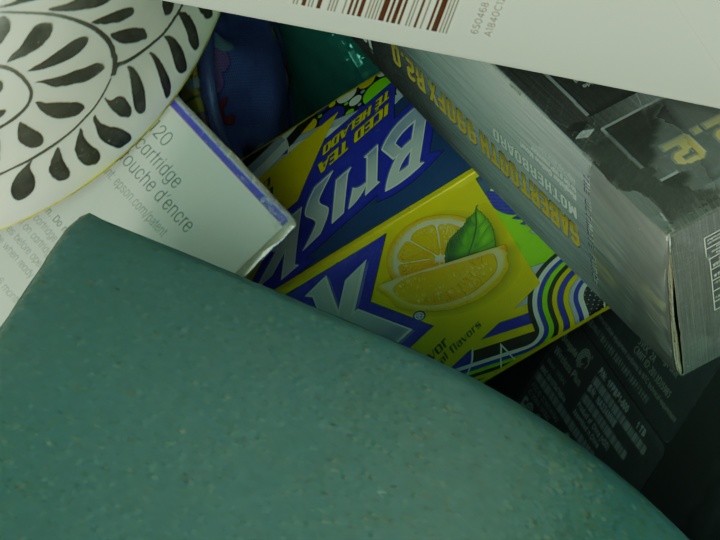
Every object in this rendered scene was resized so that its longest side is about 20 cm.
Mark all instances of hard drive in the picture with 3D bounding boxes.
[{"bbox_3d":[0.101,0.008,0.812,0.033,0.140,0.200,22,109,-26],"label":"hard drive"}]

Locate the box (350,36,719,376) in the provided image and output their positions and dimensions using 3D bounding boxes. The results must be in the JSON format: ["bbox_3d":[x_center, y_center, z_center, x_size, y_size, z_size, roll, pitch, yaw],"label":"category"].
[{"bbox_3d":[0.116,-0.077,0.728,0.200,0.158,0.048,-28,136,-15],"label":"box"}]

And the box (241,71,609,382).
[{"bbox_3d":[0.000,0.000,0.815,0.200,0.064,0.070,-31,128,17],"label":"box"}]

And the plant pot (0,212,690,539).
[{"bbox_3d":[-0.011,0.134,0.660,0.200,0.196,0.196,15,120,6],"label":"plant pot"}]

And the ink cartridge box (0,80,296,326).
[{"bbox_3d":[-0.140,0.001,0.807,0.200,0.043,0.198,-43,61,1],"label":"ink cartridge box"}]

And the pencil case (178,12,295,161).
[{"bbox_3d":[-0.116,-0.029,0.880,0.200,0.078,0.087,-15,70,16],"label":"pencil case"}]

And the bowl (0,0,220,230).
[{"bbox_3d":[-0.129,-0.110,0.733,0.200,0.094,0.201,1,80,-3],"label":"bowl"}]

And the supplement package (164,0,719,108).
[{"bbox_3d":[0.017,-0.167,0.659,0.191,0.200,0.147,11,134,-11],"label":"supplement package"}]
